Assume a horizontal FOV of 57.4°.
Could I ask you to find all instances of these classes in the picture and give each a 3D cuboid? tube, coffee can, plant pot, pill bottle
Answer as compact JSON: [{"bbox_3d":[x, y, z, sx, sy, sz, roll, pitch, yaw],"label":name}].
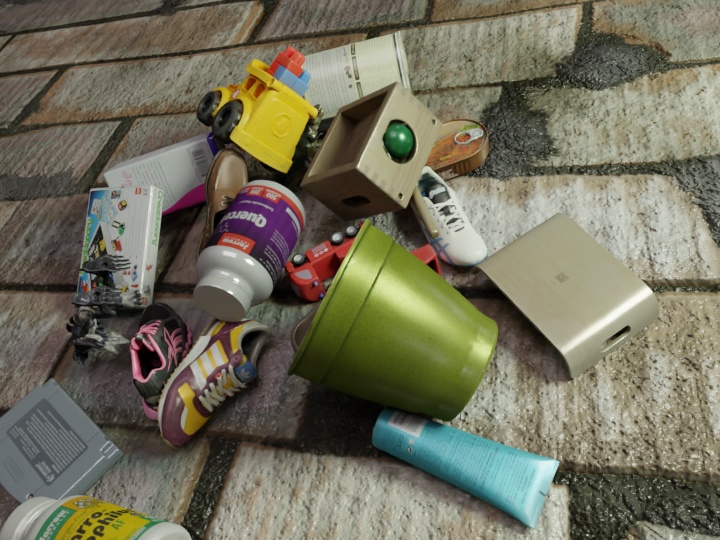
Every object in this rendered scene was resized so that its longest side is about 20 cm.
[{"bbox_3d":[0.110,0.208,0.731,0.199,0.050,0.078,17,66,26],"label":"tube"},{"bbox_3d":[-0.010,-0.337,1.197,0.199,0.147,0.147,-11,46,9],"label":"coffee can"},{"bbox_3d":[0.046,0.073,0.761,0.192,0.201,0.201,27,56,-1],"label":"plant pot"},{"bbox_3d":[-0.295,0.314,0.725,0.199,0.113,0.113,6,51,24],"label":"pill bottle"},{"bbox_3d":[-0.160,-0.028,0.941,0.112,0.113,0.201,3,48,22],"label":"pill bottle"}]

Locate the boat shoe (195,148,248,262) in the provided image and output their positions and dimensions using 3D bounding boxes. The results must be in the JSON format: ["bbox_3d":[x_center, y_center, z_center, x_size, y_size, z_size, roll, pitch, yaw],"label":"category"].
[{"bbox_3d":[-0.208,-0.094,1.040,0.068,0.072,0.201,7,91,59],"label":"boat shoe"}]

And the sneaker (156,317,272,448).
[{"bbox_3d":[-0.190,0.143,0.872,0.090,0.075,0.201,1,50,27],"label":"sneaker"}]

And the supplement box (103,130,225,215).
[{"bbox_3d":[-0.330,-0.166,1.164,0.199,0.102,0.103,-18,21,1],"label":"supplement box"}]

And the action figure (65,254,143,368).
[{"bbox_3d":[-0.376,0.069,0.965,0.101,0.200,0.119,10,54,-21],"label":"action figure"}]

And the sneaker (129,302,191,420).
[{"bbox_3d":[-0.290,0.107,0.927,0.079,0.096,0.200,-23,44,0],"label":"sneaker"}]

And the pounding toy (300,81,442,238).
[{"bbox_3d":[0.036,-0.153,0.980,0.200,0.142,0.185,-5,55,55],"label":"pounding toy"}]

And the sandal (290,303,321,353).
[{"bbox_3d":[-0.014,0.045,0.882,0.200,0.054,0.080,-39,74,-1],"label":"sandal"}]

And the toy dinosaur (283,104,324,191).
[{"bbox_3d":[-0.088,-0.182,1.141,0.088,0.047,0.201,24,86,6],"label":"toy dinosaur"}]

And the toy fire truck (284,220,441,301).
[{"bbox_3d":[0.000,0.000,0.955,0.199,0.049,0.141,-28,48,-6],"label":"toy fire truck"}]

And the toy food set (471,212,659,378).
[{"bbox_3d":[0.257,0.026,0.845,0.143,0.061,0.200,-31,55,-11],"label":"toy food set"}]

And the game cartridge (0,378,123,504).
[{"bbox_3d":[-0.424,0.243,0.891,0.199,0.041,0.133,28,59,36],"label":"game cartridge"}]

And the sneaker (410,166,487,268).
[{"bbox_3d":[0.123,-0.079,0.969,0.072,0.073,0.200,-23,47,-5],"label":"sneaker"}]

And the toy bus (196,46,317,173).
[{"bbox_3d":[-0.163,-0.289,1.110,0.193,0.135,0.200,-57,42,9],"label":"toy bus"}]

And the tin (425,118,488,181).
[{"bbox_3d":[0.116,-0.190,1.097,0.199,0.042,0.112,-20,50,2],"label":"tin"}]

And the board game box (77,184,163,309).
[{"bbox_3d":[-0.392,-0.037,1.072,0.125,0.035,0.201,-1,78,18],"label":"board game box"}]
